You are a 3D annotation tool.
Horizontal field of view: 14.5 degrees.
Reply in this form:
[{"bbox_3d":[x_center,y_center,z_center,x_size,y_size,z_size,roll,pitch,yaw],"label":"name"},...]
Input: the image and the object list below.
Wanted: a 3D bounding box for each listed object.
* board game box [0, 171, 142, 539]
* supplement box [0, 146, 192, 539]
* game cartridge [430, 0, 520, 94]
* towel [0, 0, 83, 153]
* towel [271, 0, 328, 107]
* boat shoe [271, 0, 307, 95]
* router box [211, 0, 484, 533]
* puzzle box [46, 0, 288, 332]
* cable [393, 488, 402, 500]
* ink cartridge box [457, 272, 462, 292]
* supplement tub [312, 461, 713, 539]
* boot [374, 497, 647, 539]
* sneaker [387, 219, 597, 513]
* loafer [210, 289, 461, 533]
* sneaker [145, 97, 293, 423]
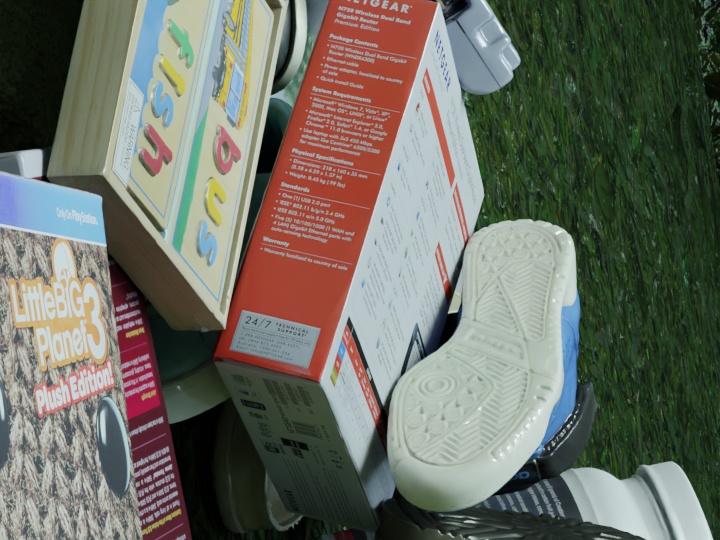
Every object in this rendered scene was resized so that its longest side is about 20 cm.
[{"bbox_3d":[-0.143,0.073,0.915,0.159,0.097,0.200,11,71,-74],"label":"board game box"},{"bbox_3d":[-0.119,0.054,1.088,0.109,0.061,0.200,-18,97,-75],"label":"supplement box"},{"bbox_3d":[0.002,-0.174,1.306,0.200,0.041,0.133,56,5,-12],"label":"game cartridge"},{"bbox_3d":[-0.131,-0.100,1.188,0.200,0.036,0.149,57,29,-57],"label":"towel"},{"bbox_3d":[-0.034,-0.069,1.373,0.200,0.031,0.149,-55,133,-35],"label":"towel"},{"bbox_3d":[-0.086,-0.170,1.291,0.066,0.074,0.200,-1,69,-46],"label":"boat shoe"},{"bbox_3d":[0.000,0.000,1.255,0.200,0.049,0.180,72,33,-65],"label":"router box"},{"bbox_3d":[-0.070,-0.092,1.130,0.133,0.025,0.200,56,39,-58],"label":"puzzle box"},{"bbox_3d":[0.019,0.095,1.515,0.200,0.097,0.050,-41,111,-76],"label":"cable"},{"bbox_3d":[0.017,-0.008,1.615,0.116,0.068,0.200,26,56,-72],"label":"ink cartridge box"},{"bbox_3d":[0.077,0.180,1.420,0.140,0.200,0.141,166,-90,-86],"label":"supplement tub"},{"bbox_3d":[0.059,0.213,1.317,0.073,0.182,0.200,-122,-136,-76],"label":"boot"},{"bbox_3d":[0.063,0.074,1.306,0.200,0.077,0.111,-71,159,-54],"label":"sneaker"},{"bbox_3d":[-0.003,0.059,1.399,0.200,0.068,0.076,-48,136,-40],"label":"loafer"},{"bbox_3d":[-0.072,-0.009,1.257,0.082,0.074,0.200,70,28,-26],"label":"sneaker"}]
